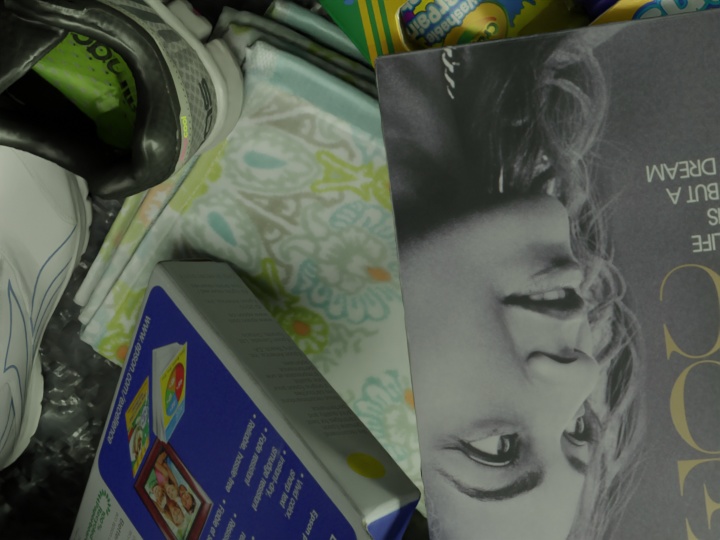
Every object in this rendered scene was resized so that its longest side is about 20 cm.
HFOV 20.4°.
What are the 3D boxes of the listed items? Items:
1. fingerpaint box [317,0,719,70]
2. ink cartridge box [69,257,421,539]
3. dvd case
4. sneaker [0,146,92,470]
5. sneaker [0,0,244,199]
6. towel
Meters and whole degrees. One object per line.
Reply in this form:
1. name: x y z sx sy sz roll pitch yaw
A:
1. fingerpaint box: 0.086 -0.130 0.682 0.200 0.073 0.167 -38 94 25
2. ink cartridge box: -0.044 0.132 0.761 0.047 0.200 0.198 -4 128 -39
3. dvd case: 0.086 0.020 0.659 0.148 0.016 0.201 -6 93 20
4. sneaker: -0.157 0.022 0.815 0.074 0.087 0.201 11 120 1
5. sneaker: -0.128 -0.097 0.694 0.200 0.088 0.074 41 118 -14
6. towel: 0.000 0.000 0.811 0.199 0.048 0.172 27 122 -10
